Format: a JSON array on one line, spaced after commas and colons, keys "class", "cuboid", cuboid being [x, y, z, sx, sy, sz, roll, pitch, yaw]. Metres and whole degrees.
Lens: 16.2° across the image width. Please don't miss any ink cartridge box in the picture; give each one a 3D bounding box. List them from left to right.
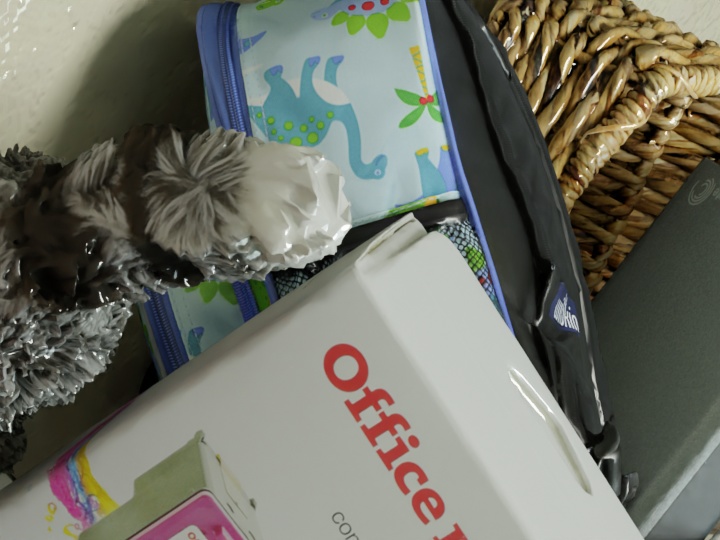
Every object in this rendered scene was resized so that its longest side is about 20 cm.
[{"class": "ink cartridge box", "cuboid": [-0.029, 0.099, 0.740, 0.200, 0.145, 0.085, -34, 180, 17]}]

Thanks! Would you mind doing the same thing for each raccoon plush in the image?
[{"class": "raccoon plush", "cuboid": [-0.083, 0.020, 0.735, 0.134, 0.199, 0.097, 36, 60, -67]}]

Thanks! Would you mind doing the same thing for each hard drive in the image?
[{"class": "hard drive", "cuboid": [0.108, 0.057, 0.969, 0.200, 0.033, 0.140, -52, -157, 2]}]

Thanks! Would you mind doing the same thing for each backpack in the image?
[{"class": "backpack", "cuboid": [0.000, 0.000, 0.863, 0.146, 0.201, 0.183, -15, 172, 6]}]

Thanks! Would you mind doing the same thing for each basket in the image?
[{"class": "basket", "cuboid": [0.093, -0.007, 1.059, 0.201, 0.149, 0.143, -64, 172, 16]}]

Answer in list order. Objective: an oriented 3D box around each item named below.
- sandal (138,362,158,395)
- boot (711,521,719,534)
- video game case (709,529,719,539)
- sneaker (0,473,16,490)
[{"class": "sandal", "cuboid": [-0.050, 0.039, 1.002, 0.201, 0.048, 0.076, -54, 165, -47]}, {"class": "boot", "cuboid": [0.192, 0.024, 1.090, 0.200, 0.070, 0.146, -56, 148, 7]}, {"class": "video game case", "cuboid": [0.060, 0.183, 0.865, 0.183, 0.023, 0.200, -55, 168, 18]}, {"class": "sneaker", "cuboid": [-0.179, 0.111, 0.782, 0.201, 0.067, 0.108, -43, 156, -27]}]
